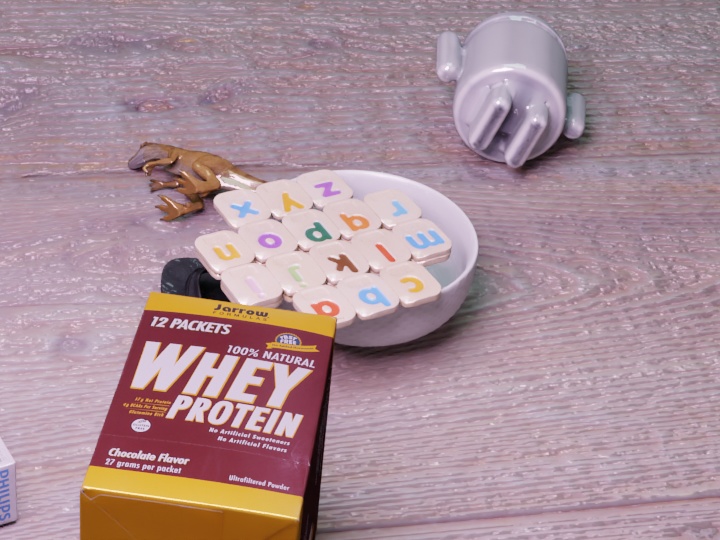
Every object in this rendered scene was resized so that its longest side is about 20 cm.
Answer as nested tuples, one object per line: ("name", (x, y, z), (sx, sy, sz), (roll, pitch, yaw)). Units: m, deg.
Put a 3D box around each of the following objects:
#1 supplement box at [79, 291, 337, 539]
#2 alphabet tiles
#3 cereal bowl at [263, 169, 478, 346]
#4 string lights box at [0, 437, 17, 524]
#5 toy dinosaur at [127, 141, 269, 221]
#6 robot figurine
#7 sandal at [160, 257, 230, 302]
("supplement box", (-0.098, 0.157, 1.125), (0.132, 0.198, 0.200), (8, 35, 2))
("alphabet tiles", (-0.030, -0.018, 1.390), (0.199, 0.015, 0.196), (-15, 41, -27))
("cereal bowl", (0.000, 0.000, 1.453), (0.199, 0.084, 0.201), (4, 36, -3))
("string lights box", (-0.356, 0.155, 1.208), (0.199, 0.059, 0.103), (-15, 40, -27))
("toy dinosaur", (-0.134, -0.088, 1.574), (0.199, 0.061, 0.106), (19, 36, 17))
("robot figurine", (0.151, -0.186, 1.705), (0.169, 0.113, 0.200), (27, 34, -10))
("sandal", (-0.106, 0.039, 1.413), (0.075, 0.048, 0.201), (-14, 41, -25))
